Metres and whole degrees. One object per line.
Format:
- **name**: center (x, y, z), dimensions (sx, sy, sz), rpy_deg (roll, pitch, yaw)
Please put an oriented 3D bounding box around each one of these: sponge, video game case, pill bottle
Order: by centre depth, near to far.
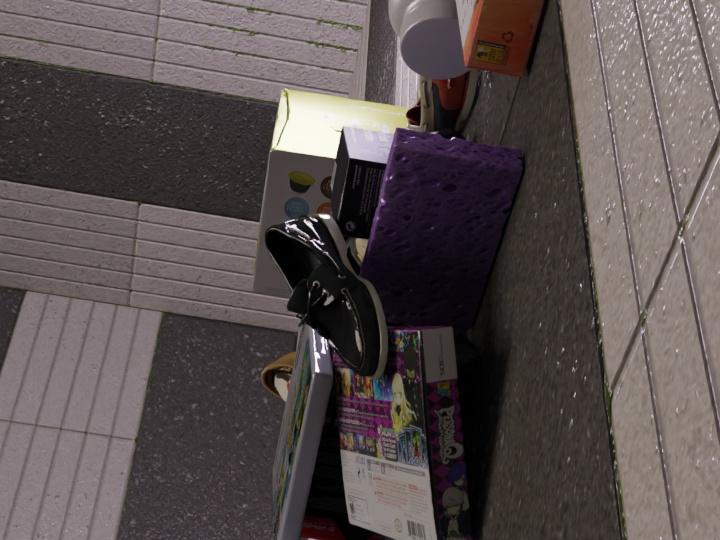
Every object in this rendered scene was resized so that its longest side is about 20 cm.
- **video game case**: center (0.031, 0.137, 1.237), dimensions (0.200, 0.036, 0.181), rpy_deg (173, 91, -68)
- **sponge**: center (0.064, -0.030, 1.275), dimensions (0.030, 0.111, 0.200), rpy_deg (-88, 9, -48)
- **video game case**: center (-0.057, 0.153, 1.408), dimensions (0.182, 0.022, 0.200), rpy_deg (-100, 21, -69)
- **pill bottle**: center (0.086, -0.293, 1.508), dimensions (0.111, 0.111, 0.200), rpy_deg (105, 172, -48)

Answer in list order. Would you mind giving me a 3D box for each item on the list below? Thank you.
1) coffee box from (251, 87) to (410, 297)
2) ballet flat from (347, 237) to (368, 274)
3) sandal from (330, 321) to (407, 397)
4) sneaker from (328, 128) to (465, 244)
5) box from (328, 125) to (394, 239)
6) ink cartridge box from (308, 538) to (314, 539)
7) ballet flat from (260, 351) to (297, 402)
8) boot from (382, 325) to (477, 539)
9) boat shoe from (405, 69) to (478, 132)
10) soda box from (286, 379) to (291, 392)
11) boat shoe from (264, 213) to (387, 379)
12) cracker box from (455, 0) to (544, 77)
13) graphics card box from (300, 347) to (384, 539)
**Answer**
- **coffee box**: center (-0.021, -0.090, 1.814), dimensions (0.200, 0.199, 0.198), rpy_deg (-87, 6, -62)
- **ballet flat**: center (0.000, 0.000, 1.442), dimensions (0.067, 0.057, 0.200), rpy_deg (64, 170, 5)
- **sandal**: center (0.039, 0.054, 1.408), dimensions (0.201, 0.057, 0.080), rpy_deg (-41, -5, -26)
- **sneaker**: center (0.029, -0.105, 1.570), dimensions (0.200, 0.076, 0.116), rpy_deg (-38, 29, 22)
- **box**: center (0.047, -0.079, 1.397), dimensions (0.200, 0.141, 0.079), rpy_deg (-102, 24, -76)
- **ink cartridge box**: center (-0.007, 0.248, 1.717), dimensions (0.200, 0.084, 0.146), rpy_deg (105, 173, -45)
- **ballet flat**: center (-0.035, 0.149, 1.618), dimensions (0.200, 0.063, 0.069), rpy_deg (23, 116, 43)
- **boot**: center (0.052, 0.158, 1.320), dimensions (0.165, 0.066, 0.200), rpy_deg (-62, -15, -83)
- **boat shoe**: center (0.082, -0.173, 1.615), dimensions (0.200, 0.063, 0.071), rpy_deg (108, 168, -67)
- **soda box**: center (-0.017, 0.203, 1.537), dimensions (0.070, 0.063, 0.200), rpy_deg (-6, 98, 45)
- **boat shoe**: center (-0.034, 0.020, 1.247), dimensions (0.199, 0.066, 0.075), rpy_deg (-113, 34, -42)
- **cracker box**: center (0.128, -0.277, 1.308), dimensions (0.200, 0.058, 0.134), rpy_deg (-88, 10, -59)
- **graphics card box**: center (0.008, 0.173, 1.457), dimensions (0.051, 0.125, 0.200), rpy_deg (-76, -6, -89)
